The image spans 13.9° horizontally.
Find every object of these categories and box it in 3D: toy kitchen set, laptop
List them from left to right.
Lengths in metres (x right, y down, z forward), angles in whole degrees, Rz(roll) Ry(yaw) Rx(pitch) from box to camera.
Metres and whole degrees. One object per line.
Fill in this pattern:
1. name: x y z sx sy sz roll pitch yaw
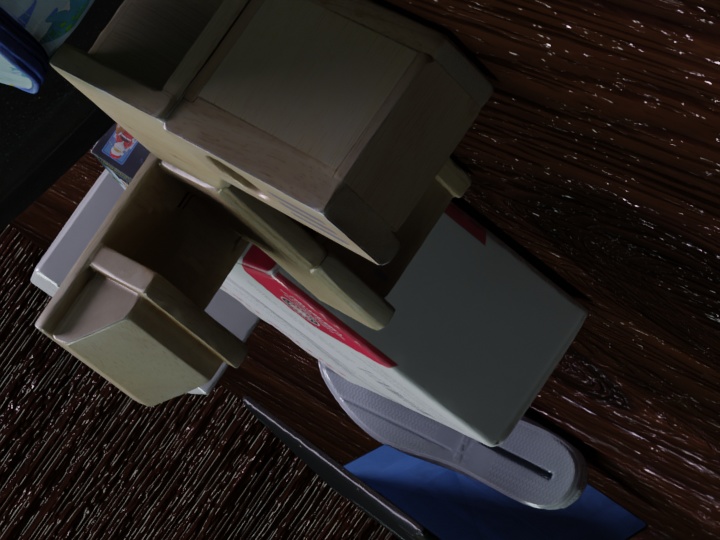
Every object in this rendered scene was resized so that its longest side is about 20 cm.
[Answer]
1. toy kitchen set: -0.020 -0.003 1.169 0.180 0.164 0.200 29 171 44
2. laptop: 0.057 0.129 1.960 0.187 0.116 0.200 33 171 40

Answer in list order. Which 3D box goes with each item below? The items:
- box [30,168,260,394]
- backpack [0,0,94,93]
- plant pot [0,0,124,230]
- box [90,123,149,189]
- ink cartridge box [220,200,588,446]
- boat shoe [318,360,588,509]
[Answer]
1. box: -0.148 0.005 2.141 0.152 0.107 0.200 36 174 -5
2. backpack: -0.190 -0.143 1.103 0.200 0.147 0.183 33 176 -4
3. plant pot: -0.209 -0.103 1.357 0.199 0.178 0.200 36 175 -3
4. box: -0.066 -0.020 1.844 0.200 0.038 0.137 34 174 13
5. ink cartridge box: 0.000 0.000 1.446 0.145 0.084 0.200 37 174 -20
6. boat shoe: 0.061 0.101 1.945 0.200 0.072 0.062 32 179 15
